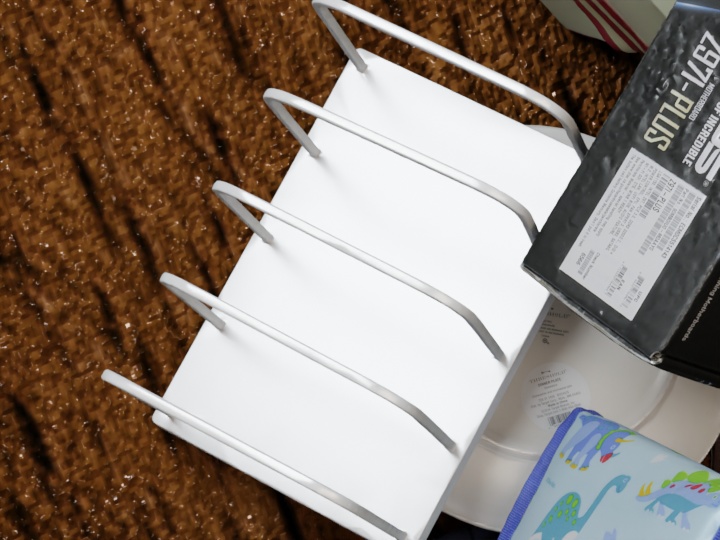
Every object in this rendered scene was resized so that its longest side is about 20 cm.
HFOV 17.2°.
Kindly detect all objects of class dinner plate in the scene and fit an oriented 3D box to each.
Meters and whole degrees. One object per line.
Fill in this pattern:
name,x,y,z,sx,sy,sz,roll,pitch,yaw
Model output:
dinner plate,0.083,0.024,1.114,0.200,0.024,0.200,2,75,-7

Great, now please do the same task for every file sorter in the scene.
file sorter,0.000,0.000,1.039,0.139,0.125,0.200,27,83,17

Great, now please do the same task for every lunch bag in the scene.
lunch bag,0.118,0.182,1.021,0.127,0.170,0.200,32,87,-20

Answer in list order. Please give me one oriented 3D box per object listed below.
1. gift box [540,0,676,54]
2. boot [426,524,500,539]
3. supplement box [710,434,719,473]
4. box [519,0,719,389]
gift box,0.125,-0.225,1.074,0.187,0.185,0.200,41,81,-26
boot,0.056,0.222,1.129,0.090,0.073,0.200,-19,97,-2
supplement box,0.282,0.115,1.230,0.200,0.074,0.126,-2,96,-22
box,0.188,-0.049,1.016,0.164,0.086,0.200,18,106,-50
